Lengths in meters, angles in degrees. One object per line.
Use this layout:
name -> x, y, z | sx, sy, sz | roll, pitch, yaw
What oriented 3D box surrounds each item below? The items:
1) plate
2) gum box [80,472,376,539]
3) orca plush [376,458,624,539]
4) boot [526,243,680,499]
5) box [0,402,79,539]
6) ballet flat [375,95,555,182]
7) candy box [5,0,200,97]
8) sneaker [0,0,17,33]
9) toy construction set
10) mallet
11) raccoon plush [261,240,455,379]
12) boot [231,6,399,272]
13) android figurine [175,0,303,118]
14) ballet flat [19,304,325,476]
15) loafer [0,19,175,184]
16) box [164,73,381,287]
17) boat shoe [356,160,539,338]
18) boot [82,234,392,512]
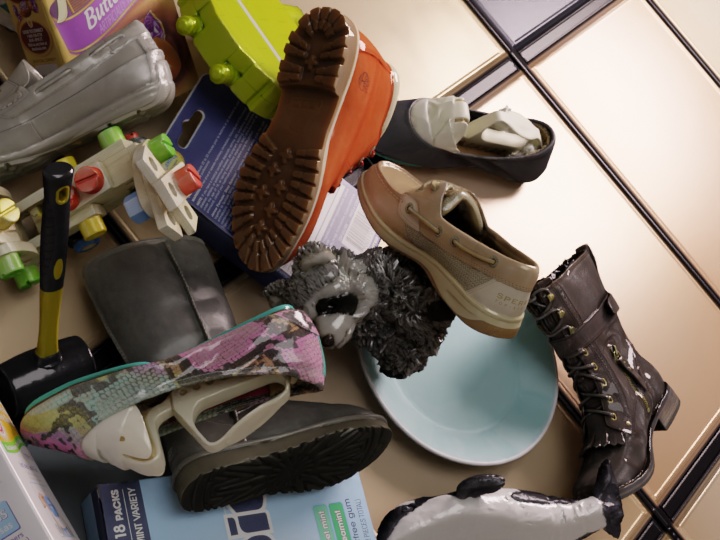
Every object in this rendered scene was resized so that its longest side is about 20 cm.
plate -> 0.078, 0.069, 1.017 | 0.198, 0.026, 0.203 | 15, 58, -25
gum box -> -0.075, 0.221, 0.827 | 0.198, 0.045, 0.172 | -2, 64, -33
orca plush -> 0.100, 0.179, 0.937 | 0.197, 0.107, 0.071 | -19, 29, -11
boot -> 0.186, 0.087, 1.026 | 0.175, 0.069, 0.200 | 56, 39, -10
box -> -0.221, 0.176, 0.705 | 0.112, 0.101, 0.201 | -31, 81, -10
ballet flat -> 0.096, -0.128, 1.110 | 0.197, 0.073, 0.074 | 9, 60, -26
candy box -> -0.207, -0.213, 0.922 | 0.116, 0.056, 0.203 | -34, 116, -39
sneaker -> -0.265, -0.241, 0.939 | 0.197, 0.093, 0.071 | 20, 55, -20
toy construction set -> -0.196, -0.047, 0.829 | 0.131, 0.197, 0.094 | 1, 75, -77
mallet -> -0.190, 0.012, 0.784 | 0.065, 0.202, 0.041 | -16, 50, -41
raccoon plush -> 0.000, 0.000, 0.951 | 0.133, 0.097, 0.201 | 29, 24, -12
boot -> -0.028, -0.087, 0.939 | 0.107, 0.074, 0.203 | 25, 85, -56
android figurine -> -0.082, -0.182, 1.000 | 0.183, 0.041, 0.200 | 55, 24, 4
ballet flat -> -0.114, 0.085, 0.765 | 0.197, 0.069, 0.072 | -20, 62, -8
loafer -> -0.229, -0.112, 0.862 | 0.198, 0.070, 0.071 | -24, 88, -5
box -> -0.075, -0.055, 0.978 | 0.199, 0.032, 0.122 | 39, 51, -17
boat shoe -> 0.065, -0.033, 0.898 | 0.071, 0.066, 0.200 | 7, 30, -35
boot -> -0.089, 0.063, 0.872 | 0.180, 0.073, 0.201 | -2, 45, -32
